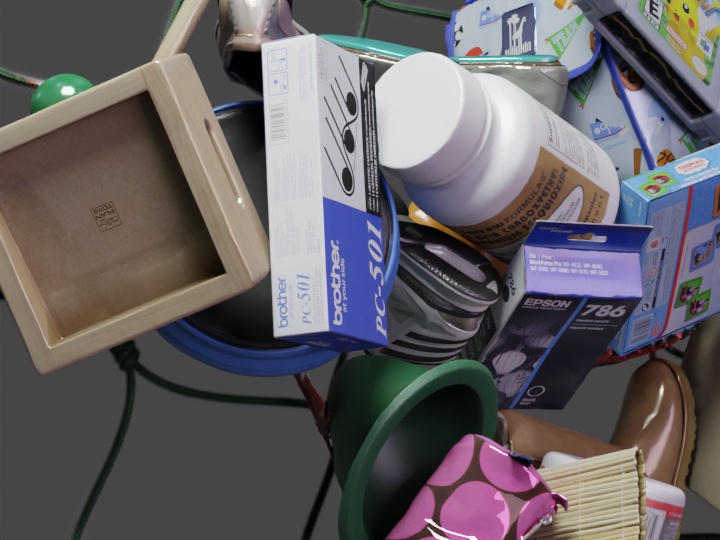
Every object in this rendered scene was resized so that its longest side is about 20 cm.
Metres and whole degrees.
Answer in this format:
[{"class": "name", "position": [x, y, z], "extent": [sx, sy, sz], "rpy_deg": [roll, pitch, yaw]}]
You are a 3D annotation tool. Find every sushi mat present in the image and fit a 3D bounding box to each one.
[{"class": "sushi mat", "position": [0.132, 0.193, 1.654], "extent": [0.012, 0.200, 0.096], "rpy_deg": [19, 65, -38]}]

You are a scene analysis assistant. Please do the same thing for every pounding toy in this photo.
[{"class": "pounding toy", "position": [-0.154, -0.067, 1.485], "extent": [0.142, 0.184, 0.201], "rpy_deg": [-52, 119, -80]}]

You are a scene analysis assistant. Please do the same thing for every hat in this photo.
[{"class": "hat", "position": [-0.013, 0.095, 1.675], "extent": [0.165, 0.176, 0.201], "rpy_deg": [-24, 134, -41]}]

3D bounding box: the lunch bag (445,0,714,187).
[{"class": "lunch bag", "position": [0.169, -0.143, 1.804], "extent": [0.124, 0.170, 0.201], "rpy_deg": [-28, 98, -48]}]

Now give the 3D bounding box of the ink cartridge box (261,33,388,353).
[{"class": "ink cartridge box", "position": [-0.024, -0.050, 1.515], "extent": [0.094, 0.044, 0.201], "rpy_deg": [18, 67, -62]}]

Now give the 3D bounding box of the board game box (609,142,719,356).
[{"class": "board game box", "position": [0.280, -0.031, 1.763], "extent": [0.199, 0.037, 0.152], "rpy_deg": [-20, 134, -29]}]

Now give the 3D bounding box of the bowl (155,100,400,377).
[{"class": "bowl", "position": [-0.069, -0.026, 1.581], "extent": [0.200, 0.039, 0.201], "rpy_deg": [3, 73, -9]}]

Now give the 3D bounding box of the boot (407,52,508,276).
[{"class": "boot", "position": [0.061, -0.057, 1.752], "extent": [0.144, 0.071, 0.202], "rpy_deg": [-35, 97, -36]}]

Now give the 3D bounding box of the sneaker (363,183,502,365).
[{"class": "sneaker", "position": [0.000, 0.000, 1.677], "extent": [0.200, 0.116, 0.076], "rpy_deg": [37, 34, 14]}]

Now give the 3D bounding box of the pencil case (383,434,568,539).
[{"class": "pencil case", "position": [0.057, 0.214, 1.610], "extent": [0.094, 0.091, 0.200], "rpy_deg": [36, 81, 15]}]

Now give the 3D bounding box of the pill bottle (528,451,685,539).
[{"class": "pill bottle", "position": [0.166, 0.247, 1.696], "extent": [0.114, 0.114, 0.201], "rpy_deg": [17, 89, -37]}]

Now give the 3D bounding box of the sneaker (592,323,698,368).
[{"class": "sneaker", "position": [0.201, 0.027, 1.845], "extent": [0.200, 0.079, 0.096], "rpy_deg": [-8, 80, -44]}]

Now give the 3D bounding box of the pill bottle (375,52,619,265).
[{"class": "pill bottle", "position": [0.094, -0.079, 1.640], "extent": [0.200, 0.114, 0.115], "rpy_deg": [29, 59, -48]}]

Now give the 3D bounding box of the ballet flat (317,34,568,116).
[{"class": "ballet flat", "position": [0.059, -0.141, 1.722], "extent": [0.067, 0.199, 0.064], "rpy_deg": [-58, 154, -79]}]

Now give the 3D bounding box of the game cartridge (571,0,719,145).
[{"class": "game cartridge", "position": [0.239, -0.203, 1.749], "extent": [0.200, 0.040, 0.134], "rpy_deg": [42, 42, -29]}]

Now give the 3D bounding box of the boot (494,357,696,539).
[{"class": "boot", "position": [0.180, 0.138, 1.804], "extent": [0.200, 0.066, 0.176], "rpy_deg": [16, 67, -36]}]

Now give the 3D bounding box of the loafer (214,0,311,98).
[{"class": "loafer", "position": [-0.072, -0.153, 1.601], "extent": [0.072, 0.200, 0.063], "rpy_deg": [1, 74, 4]}]

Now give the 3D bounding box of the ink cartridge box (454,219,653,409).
[{"class": "ink cartridge box", "position": [0.141, 0.037, 1.681], "extent": [0.099, 0.200, 0.039], "rpy_deg": [2, 53, -19]}]

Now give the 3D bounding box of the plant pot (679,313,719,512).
[{"class": "plant pot", "position": [0.368, 0.138, 1.874], "extent": [0.200, 0.200, 0.177], "rpy_deg": [31, 93, -33]}]
